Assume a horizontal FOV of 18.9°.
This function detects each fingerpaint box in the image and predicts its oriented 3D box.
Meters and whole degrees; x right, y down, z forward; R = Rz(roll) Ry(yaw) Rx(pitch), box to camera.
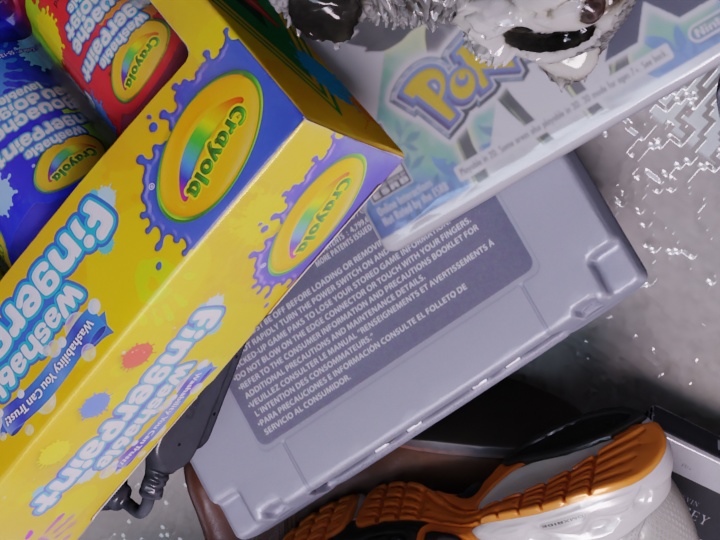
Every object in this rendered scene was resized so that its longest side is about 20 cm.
[{"bbox_3d":[-0.109,-0.029,0.796,0.200,0.073,0.167,-48,61,16],"label":"fingerpaint box"}]

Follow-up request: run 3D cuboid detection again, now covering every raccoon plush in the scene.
[{"bbox_3d":[0.023,-0.149,0.765,0.133,0.201,0.097,10,133,-39],"label":"raccoon plush"}]

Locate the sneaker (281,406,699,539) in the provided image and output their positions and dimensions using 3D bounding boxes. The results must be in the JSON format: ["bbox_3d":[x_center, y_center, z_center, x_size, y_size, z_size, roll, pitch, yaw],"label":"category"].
[{"bbox_3d":[0.044,0.130,0.848,0.199,0.076,0.092,-20,112,26],"label":"sneaker"}]

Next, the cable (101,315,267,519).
[{"bbox_3d":[-0.105,-0.011,0.863,0.162,0.051,0.202,21,93,32],"label":"cable"}]

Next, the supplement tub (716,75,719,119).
[{"bbox_3d":[0.217,-0.004,0.802,0.122,0.123,0.201,-18,118,16],"label":"supplement tub"}]

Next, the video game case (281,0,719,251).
[{"bbox_3d":[0.050,-0.133,0.794,0.199,0.022,0.183,-30,87,20],"label":"video game case"}]

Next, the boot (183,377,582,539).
[{"bbox_3d":[0.017,0.146,0.939,0.185,0.064,0.202,1,113,21],"label":"boot"}]

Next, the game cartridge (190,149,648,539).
[{"bbox_3d":[0.000,0.000,0.856,0.199,0.041,0.134,-34,80,18],"label":"game cartridge"}]

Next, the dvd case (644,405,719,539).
[{"bbox_3d":[0.143,0.170,0.925,0.149,0.025,0.201,25,117,-4],"label":"dvd case"}]
